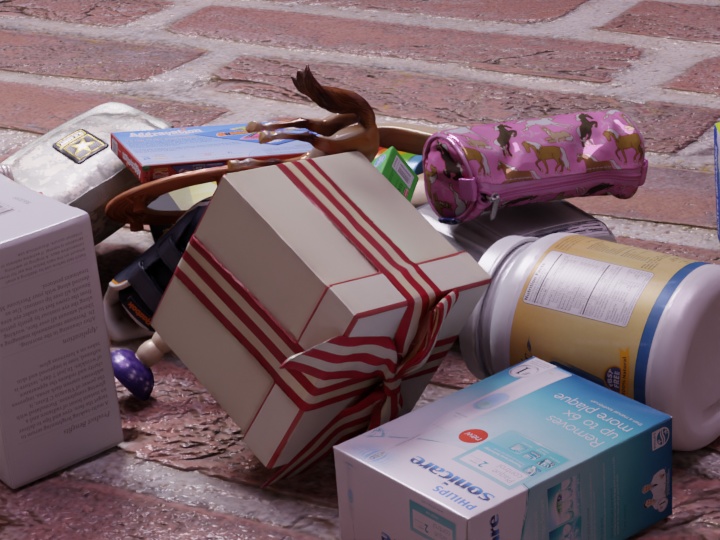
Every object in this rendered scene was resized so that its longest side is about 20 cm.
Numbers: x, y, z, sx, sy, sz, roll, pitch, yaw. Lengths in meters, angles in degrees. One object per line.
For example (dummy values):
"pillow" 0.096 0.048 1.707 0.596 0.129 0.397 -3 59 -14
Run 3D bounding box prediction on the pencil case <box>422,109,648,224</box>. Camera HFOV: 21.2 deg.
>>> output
"pencil case" 0.151 -0.090 1.651 0.199 0.087 0.083 -10 -14 -30

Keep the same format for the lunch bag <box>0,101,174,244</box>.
"lunch bag" -0.269 -0.077 1.809 0.164 0.118 0.200 -35 11 -30

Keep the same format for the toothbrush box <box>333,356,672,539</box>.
"toothbrush box" 0.102 0.149 1.364 0.200 0.086 0.146 -22 29 -33

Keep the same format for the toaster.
"toaster" 0.136 -0.005 1.691 0.200 0.114 0.129 -14 28 -32

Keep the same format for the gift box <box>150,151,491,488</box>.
"gift box" -0.038 0.041 1.467 0.200 0.185 0.187 -19 56 -44

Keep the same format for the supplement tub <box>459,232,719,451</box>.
"supplement tub" 0.192 0.051 1.505 0.200 0.145 0.145 14 29 37

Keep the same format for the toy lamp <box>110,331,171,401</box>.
"toy lamp" -0.125 0.022 1.598 0.200 0.058 0.058 -45 27 3

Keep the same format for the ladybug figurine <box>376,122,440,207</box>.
"ladybug figurine" 0.039 -0.082 1.841 0.200 0.072 0.136 17 43 37

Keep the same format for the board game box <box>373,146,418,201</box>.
"board game box" -0.046 -0.014 1.691 0.200 0.040 0.153 -34 14 22

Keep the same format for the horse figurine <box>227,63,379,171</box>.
"horse figurine" -0.035 -0.098 1.568 0.132 0.200 0.050 -5 67 -19

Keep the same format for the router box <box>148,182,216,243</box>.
"router box" -0.127 -0.051 1.884 0.157 0.052 0.200 -17 25 -7

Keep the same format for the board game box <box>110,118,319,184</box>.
"board game box" -0.114 -0.108 1.724 0.199 0.020 0.103 -6 23 -21

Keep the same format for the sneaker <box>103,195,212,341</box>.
"sneaker" -0.160 0.008 1.675 0.200 0.078 0.079 -40 5 48

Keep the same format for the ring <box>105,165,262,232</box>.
"ring" -0.128 -0.062 1.717 0.200 0.019 0.200 -9 -9 -2

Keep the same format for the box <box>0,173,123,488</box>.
"box" -0.282 0.044 1.525 0.106 0.201 0.152 -22 29 -33

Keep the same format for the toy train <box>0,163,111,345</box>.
"toy train" -0.265 0.000 1.641 0.055 0.201 0.150 -20 4 -26

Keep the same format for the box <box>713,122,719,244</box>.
"box" 0.357 -0.057 1.760 0.047 0.122 0.200 -4 23 4
